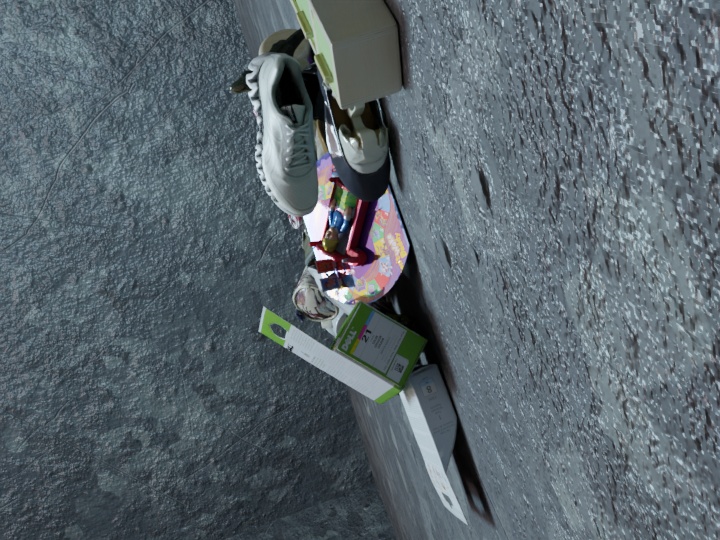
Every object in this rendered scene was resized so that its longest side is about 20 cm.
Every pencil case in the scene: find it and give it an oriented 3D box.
[{"bbox_3d":[-0.051,0.003,1.340,0.201,0.077,0.090,-69,-26,-51],"label":"pencil case"}]

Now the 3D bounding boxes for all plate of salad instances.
[{"bbox_3d":[0.011,0.049,1.126,0.199,0.048,0.200,36,172,6],"label":"plate of salad"}]

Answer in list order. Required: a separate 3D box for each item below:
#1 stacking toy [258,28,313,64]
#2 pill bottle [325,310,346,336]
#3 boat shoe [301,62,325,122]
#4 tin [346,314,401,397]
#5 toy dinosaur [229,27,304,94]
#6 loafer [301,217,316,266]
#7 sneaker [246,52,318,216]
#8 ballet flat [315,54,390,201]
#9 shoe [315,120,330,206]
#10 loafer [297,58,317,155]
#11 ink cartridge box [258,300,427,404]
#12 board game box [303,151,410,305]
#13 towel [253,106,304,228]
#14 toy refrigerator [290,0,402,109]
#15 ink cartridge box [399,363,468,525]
[{"bbox_3d":[-0.105,-0.294,1.322,0.201,0.084,0.086,75,174,-54],"label":"stacking toy"},{"bbox_3d":[-0.027,0.053,1.439,0.200,0.110,0.112,-119,13,-60],"label":"pill bottle"},{"bbox_3d":[-0.060,-0.231,1.036,0.200,0.065,0.071,-120,46,-56],"label":"boat shoe"},{"bbox_3d":[0.034,0.122,1.258,0.112,0.042,0.200,43,-172,-27],"label":"tin"},{"bbox_3d":[-0.106,-0.276,1.057,0.089,0.047,0.201,105,-169,-56],"label":"toy dinosaur"},{"bbox_3d":[-0.051,-0.062,1.203,0.200,0.074,0.071,121,134,-69],"label":"loafer"},{"bbox_3d":[-0.087,-0.163,0.967,0.081,0.074,0.203,13,118,60],"label":"sneaker"},{"bbox_3d":[-0.006,-0.166,0.862,0.073,0.072,0.203,-126,21,-70],"label":"ballet flat"},{"bbox_3d":[-0.021,-0.124,1.090,0.053,0.069,0.203,111,151,-66],"label":"shoe"},{"bbox_3d":[-0.062,-0.227,1.185,0.076,0.068,0.201,39,166,50],"label":"loafer"},{"bbox_3d":[-0.028,0.086,1.041,0.198,0.076,0.148,31,162,0],"label":"ink cartridge box"},{"bbox_3d":[-0.023,-0.056,0.996,0.157,0.039,0.203,-27,77,42],"label":"board game box"},{"bbox_3d":[-0.088,-0.186,1.253,0.030,0.146,0.202,5,121,37],"label":"towel"},{"bbox_3d":[-0.026,-0.254,0.773,0.076,0.069,0.202,81,169,-53],"label":"toy refrigerator"},{"bbox_3d":[0.108,0.227,1.080,0.160,0.047,0.202,123,125,-81],"label":"ink cartridge box"}]
